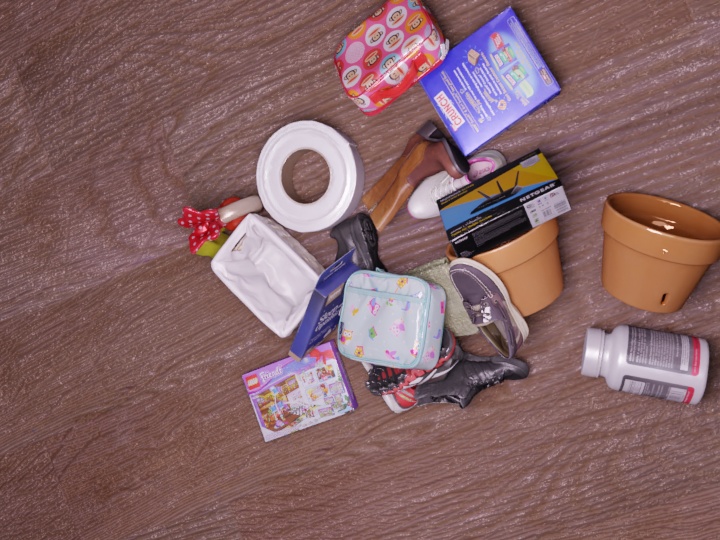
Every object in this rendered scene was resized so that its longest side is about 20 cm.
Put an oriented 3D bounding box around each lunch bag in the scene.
[{"bbox_3d":[0.048,0.080,1.412,0.197,0.076,0.165,6,88,40],"label":"lunch bag"},{"bbox_3d":[0.054,-0.374,1.446,0.198,0.082,0.179,-35,49,18],"label":"lunch bag"}]

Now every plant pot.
[{"bbox_3d":[0.262,-0.010,1.416,0.196,0.201,0.142,-23,105,15],"label":"plant pot"},{"bbox_3d":[0.479,-0.025,1.352,0.196,0.200,0.143,17,114,12],"label":"plant pot"}]

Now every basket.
[{"bbox_3d":[-0.157,0.005,1.548,0.200,0.123,0.136,43,102,7],"label":"basket"}]

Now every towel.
[{"bbox_3d":[0.131,0.058,1.454,0.150,0.036,0.199,56,148,-9],"label":"towel"}]

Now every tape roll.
[{"bbox_3d":[-0.092,-0.176,1.545,0.197,0.071,0.208,1,94,15],"label":"tape roll"}]

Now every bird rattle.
[{"bbox_3d":[-0.260,-0.102,1.539,0.161,0.200,0.114,-28,83,-11],"label":"bird rattle"}]

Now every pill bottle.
[{"bbox_3d":[0.480,0.155,1.405,0.195,0.111,0.114,9,97,13],"label":"pill bottle"}]

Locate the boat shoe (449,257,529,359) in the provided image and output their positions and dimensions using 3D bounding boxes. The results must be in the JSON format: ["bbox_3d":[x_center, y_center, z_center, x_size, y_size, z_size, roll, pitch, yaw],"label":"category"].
[{"bbox_3d":[0.206,0.064,1.340,0.071,0.065,0.201,-10,129,43],"label":"boat shoe"}]

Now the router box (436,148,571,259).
[{"bbox_3d":[0.230,-0.109,1.360,0.197,0.150,0.052,-26,119,10],"label":"router box"}]

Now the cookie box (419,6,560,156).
[{"bbox_3d":[0.224,-0.327,1.450,0.198,0.075,0.173,-32,86,14],"label":"cookie box"}]

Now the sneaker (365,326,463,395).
[{"bbox_3d":[0.101,0.173,1.465,0.198,0.097,0.072,-33,53,25],"label":"sneaker"}]

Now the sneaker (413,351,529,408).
[{"bbox_3d":[0.200,0.205,1.487,0.195,0.060,0.106,7,62,19],"label":"sneaker"}]

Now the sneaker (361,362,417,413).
[{"bbox_3d":[0.051,0.164,1.541,0.084,0.077,0.202,-31,97,9],"label":"sneaker"}]

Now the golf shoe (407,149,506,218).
[{"bbox_3d":[0.165,-0.155,1.472,0.197,0.091,0.076,-30,89,16],"label":"golf shoe"}]

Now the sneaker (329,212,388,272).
[{"bbox_3d":[0.000,0.000,1.543,0.089,0.076,0.205,-15,87,27],"label":"sneaker"}]

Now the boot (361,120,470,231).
[{"bbox_3d":[0.088,-0.153,1.455,0.200,0.068,0.189,-47,39,12],"label":"boot"}]

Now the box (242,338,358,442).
[{"bbox_3d":[-0.117,0.233,1.599,0.196,0.039,0.140,-21,90,15],"label":"box"}]

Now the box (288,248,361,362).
[{"bbox_3d":[-0.060,0.063,1.489,0.032,0.121,0.203,34,128,15],"label":"box"}]
